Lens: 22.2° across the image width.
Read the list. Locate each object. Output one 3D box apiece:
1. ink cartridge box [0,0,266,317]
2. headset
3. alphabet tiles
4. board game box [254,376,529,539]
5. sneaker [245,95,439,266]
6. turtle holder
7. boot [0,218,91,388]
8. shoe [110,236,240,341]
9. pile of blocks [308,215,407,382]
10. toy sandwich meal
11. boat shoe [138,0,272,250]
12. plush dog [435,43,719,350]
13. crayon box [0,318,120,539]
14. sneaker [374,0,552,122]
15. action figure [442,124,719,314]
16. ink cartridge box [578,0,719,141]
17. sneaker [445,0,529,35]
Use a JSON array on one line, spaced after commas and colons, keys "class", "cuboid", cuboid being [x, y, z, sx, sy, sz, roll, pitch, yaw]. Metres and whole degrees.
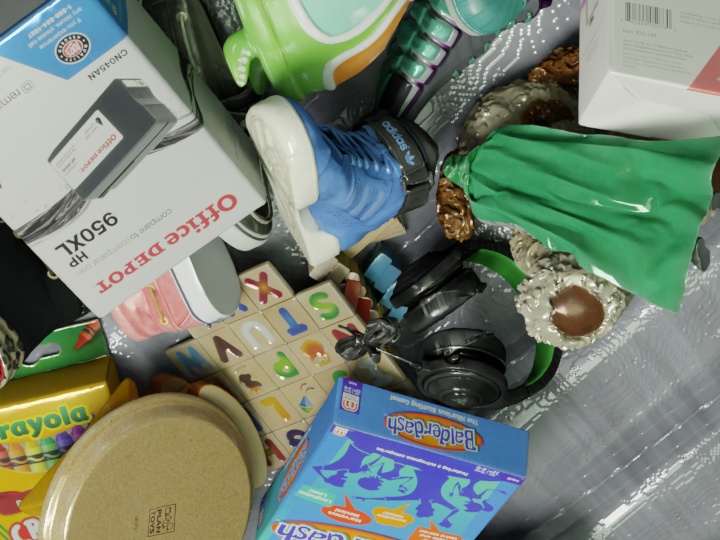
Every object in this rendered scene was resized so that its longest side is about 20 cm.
[{"class": "ink cartridge box", "cuboid": [-0.175, -0.090, 1.182, 0.144, 0.084, 0.200, -33, 123, 11]}, {"class": "headset", "cuboid": [0.070, 0.039, 1.317, 0.199, 0.124, 0.094, -9, 164, -35]}, {"class": "alphabet tiles", "cuboid": [-0.048, 0.083, 1.383, 0.166, 0.006, 0.200, -22, 117, 32]}, {"class": "board game box", "cuboid": [0.020, 0.167, 1.393, 0.151, 0.045, 0.200, 16, 142, -11]}, {"class": "sneaker", "cuboid": [-0.006, -0.078, 1.220, 0.111, 0.077, 0.200, -30, 156, -6]}, {"class": "turtle holder", "cuboid": [-0.041, -0.212, 1.226, 0.131, 0.141, 0.187, -21, 70, 6]}, {"class": "boot", "cuboid": [-0.287, -0.001, 1.263, 0.202, 0.154, 0.074, 25, 123, 8]}, {"class": "shoe", "cuboid": [-0.164, -0.047, 1.317, 0.090, 0.071, 0.202, -17, 100, 28]}, {"class": "pile of blocks", "cuboid": [0.000, 0.000, 1.354, 0.081, 0.062, 0.201, -18, 115, 5]}, {"class": "toy sandwich meal", "cuboid": [-0.162, 0.169, 1.365, 0.204, 0.070, 0.207, -14, 113, -36]}, {"class": "boat shoe", "cuboid": [-0.100, -0.106, 1.287, 0.063, 0.071, 0.201, -15, 115, 24]}, {"class": "plush dog", "cuboid": [0.148, -0.064, 1.312, 0.172, 0.160, 0.200, 43, 90, -2]}, {"class": "crayon box", "cuboid": [-0.234, 0.147, 1.413, 0.126, 0.051, 0.201, -14, 114, 3]}, {"class": "sneaker", "cuboid": [0.083, -0.172, 1.278, 0.087, 0.075, 0.201, 21, 111, -18]}, {"class": "action figure", "cuboid": [0.141, -0.051, 1.217, 0.199, 0.055, 0.119, 17, 83, 31]}, {"class": "ink cartridge box", "cuboid": [0.212, -0.188, 1.244, 0.115, 0.202, 0.068, 10, 151, -8]}, {"class": "sneaker", "cuboid": [0.123, -0.243, 1.192, 0.071, 0.080, 0.201, 34, 77, -29]}]
